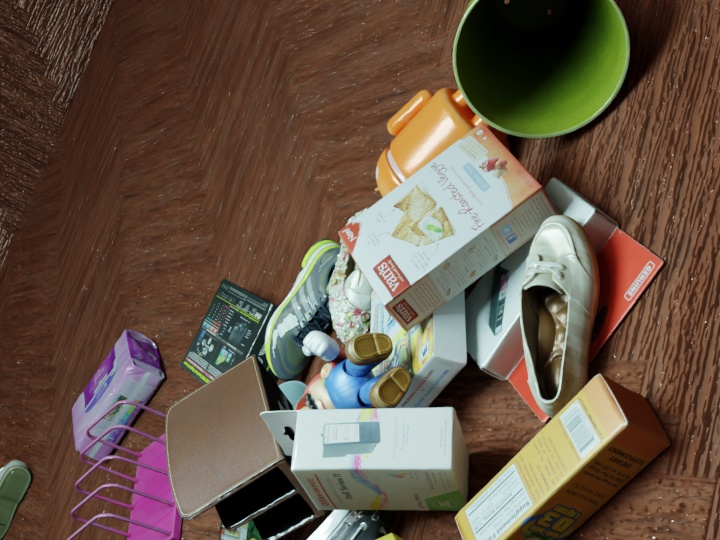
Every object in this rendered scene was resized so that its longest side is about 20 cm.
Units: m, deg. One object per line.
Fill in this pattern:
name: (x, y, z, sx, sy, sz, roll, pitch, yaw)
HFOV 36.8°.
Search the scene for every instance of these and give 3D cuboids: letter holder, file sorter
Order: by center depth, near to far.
letter holder: (-0.143, 0.221, 1.265, 0.141, 0.101, 0.200, -30, 33, 3)
file sorter: (-0.348, 0.316, 1.614, 0.139, 0.125, 0.201, -38, 38, 36)

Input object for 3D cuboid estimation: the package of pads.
package of pads: (-0.420, 0.213, 1.860, 0.201, 0.075, 0.121, -54, 32, 14)

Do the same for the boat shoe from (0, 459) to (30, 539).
boat shoe: (-0.717, 0.465, 2.130, 0.201, 0.075, 0.068, -54, 27, -5)

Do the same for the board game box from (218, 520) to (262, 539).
board game box: (-0.142, 0.362, 1.308, 0.104, 0.023, 0.202, -6, 76, 50)

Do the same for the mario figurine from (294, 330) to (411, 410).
mario figurine: (-0.025, 0.141, 1.173, 0.200, 0.105, 0.125, 133, 145, -59)

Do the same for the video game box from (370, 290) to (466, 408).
video game box: (0.061, 0.061, 1.216, 0.183, 0.046, 0.201, 120, 158, -49)

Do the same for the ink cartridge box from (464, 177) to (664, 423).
ink cartridge box: (0.190, 0.026, 1.096, 0.201, 0.043, 0.174, -56, 29, 11)

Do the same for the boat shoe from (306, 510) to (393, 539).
boat shoe: (0.003, 0.279, 1.162, 0.200, 0.072, 0.068, -46, 65, 2)

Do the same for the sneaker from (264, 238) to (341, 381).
sneaker: (-0.062, 0.054, 1.439, 0.081, 0.074, 0.201, 13, 79, 56)

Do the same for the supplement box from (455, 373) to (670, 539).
supplement box: (0.176, 0.188, 0.963, 0.200, 0.066, 0.069, -49, 35, 23)

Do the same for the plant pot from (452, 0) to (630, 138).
plant pot: (0.198, -0.277, 1.222, 0.187, 0.187, 0.201, -45, 18, 27)

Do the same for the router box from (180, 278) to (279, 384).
router box: (-0.175, 0.108, 1.576, 0.200, 0.062, 0.151, 22, 84, 60)

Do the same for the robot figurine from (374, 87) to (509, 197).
robot figurine: (0.098, -0.135, 1.296, 0.200, 0.144, 0.117, -46, 12, 25)

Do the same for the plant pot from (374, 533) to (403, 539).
plant pot: (0.032, 0.356, 0.940, 0.176, 0.200, 0.200, -46, 31, 3)

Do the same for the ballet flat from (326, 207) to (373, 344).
ballet flat: (0.000, 0.000, 1.375, 0.064, 0.075, 0.201, 126, 154, -51)

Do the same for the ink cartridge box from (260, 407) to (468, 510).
ink cartridge box: (0.003, 0.191, 1.083, 0.198, 0.117, 0.068, -3, 57, 13)

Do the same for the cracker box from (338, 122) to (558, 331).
cracker box: (0.088, -0.048, 1.136, 0.199, 0.058, 0.134, -38, 43, 4)

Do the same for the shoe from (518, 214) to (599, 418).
shoe: (0.188, 0.039, 1.033, 0.069, 0.053, 0.202, -9, 70, 33)

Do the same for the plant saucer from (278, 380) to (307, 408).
plant saucer: (-0.102, 0.242, 1.378, 0.201, 0.039, 0.202, -38, 37, 36)
